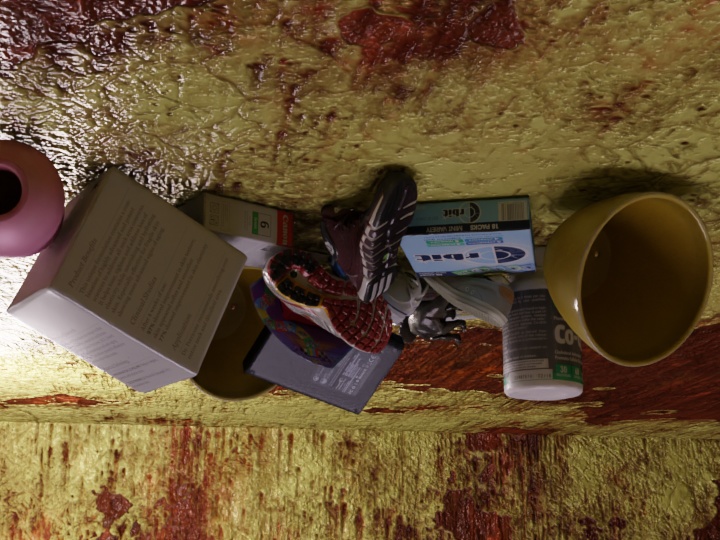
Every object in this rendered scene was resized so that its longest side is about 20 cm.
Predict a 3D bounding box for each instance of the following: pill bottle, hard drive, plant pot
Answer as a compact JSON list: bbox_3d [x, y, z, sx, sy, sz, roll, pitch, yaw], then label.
[{"bbox_3d":[0.256,0.076,1.533,0.111,0.204,0.113,0,165,0],"label":"pill bottle"},{"bbox_3d":[-0.053,0.122,1.565,0.198,0.033,0.140,23,114,-25],"label":"hard drive"},{"bbox_3d":[0.301,-0.003,1.304,0.197,0.204,0.142,8,-172,-27],"label":"plant pot"},{"bbox_3d":[-0.196,0.075,1.613,0.197,0.204,0.142,8,-170,-27],"label":"plant pot"}]

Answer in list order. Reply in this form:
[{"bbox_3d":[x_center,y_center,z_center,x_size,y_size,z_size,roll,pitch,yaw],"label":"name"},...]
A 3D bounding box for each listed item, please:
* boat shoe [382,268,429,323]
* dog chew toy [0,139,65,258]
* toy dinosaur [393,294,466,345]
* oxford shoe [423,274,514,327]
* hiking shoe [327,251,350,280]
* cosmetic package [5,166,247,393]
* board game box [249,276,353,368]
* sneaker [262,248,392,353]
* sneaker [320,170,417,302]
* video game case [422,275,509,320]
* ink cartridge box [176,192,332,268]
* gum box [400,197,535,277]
[{"bbox_3d":[0.055,0.027,1.578,0.073,0.067,0.200,40,-171,7],"label":"boat shoe"},{"bbox_3d":[-0.381,-0.068,1.187,0.122,0.127,0.200,2,172,-8],"label":"dog chew toy"},{"bbox_3d":[0.113,0.078,1.694,0.100,0.078,0.200,-3,168,-12],"label":"toy dinosaur"},{"bbox_3d":[0.153,0.025,1.544,0.075,0.058,0.199,38,174,-33],"label":"oxford shoe"},{"bbox_3d":[0.000,0.000,1.462,0.073,0.088,0.200,-7,167,-11],"label":"hiking shoe"},{"bbox_3d":[-0.275,0.017,1.281,0.199,0.169,0.165,35,151,-23],"label":"cosmetic package"},{"bbox_3d":[-0.059,0.042,1.482,0.039,0.158,0.200,-50,175,31],"label":"board game box"},{"bbox_3d":[-0.041,0.037,1.401,0.199,0.079,0.082,37,165,-17],"label":"sneaker"},{"bbox_3d":[-0.004,-0.061,1.299,0.075,0.115,0.202,-29,149,-35],"label":"sneaker"},{"bbox_3d":[0.170,0.050,1.778,0.179,0.022,0.200,-6,163,20],"label":"video game case"},{"bbox_3d":[-0.142,-0.045,1.390,0.198,0.051,0.108,10,161,-36],"label":"ink cartridge box"},{"bbox_3d":[0.142,-0.039,1.415,0.167,0.045,0.200,-3,164,11],"label":"gum box"}]
